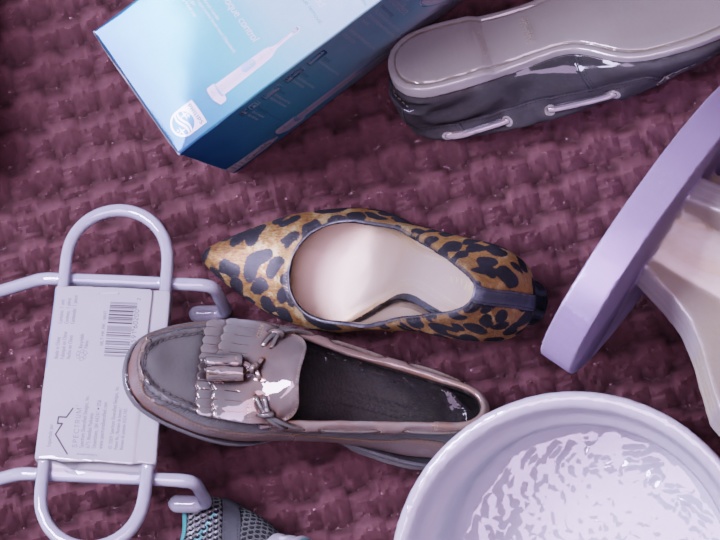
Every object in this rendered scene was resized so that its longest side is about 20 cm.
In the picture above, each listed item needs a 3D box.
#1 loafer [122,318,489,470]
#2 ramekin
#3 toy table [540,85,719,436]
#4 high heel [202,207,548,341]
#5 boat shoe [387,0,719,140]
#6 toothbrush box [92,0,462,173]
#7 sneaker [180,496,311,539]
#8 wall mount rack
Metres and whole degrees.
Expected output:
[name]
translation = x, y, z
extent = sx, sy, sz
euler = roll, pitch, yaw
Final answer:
[loafer]
translation = -0.026, 0.060, 1.503
extent = 0.199, 0.063, 0.072
euler = 12, 70, -17
[ramekin]
translation = 0.121, 0.161, 1.489
extent = 0.199, 0.098, 0.202
euler = 0, 92, 11
[toy table]
translation = 0.194, 0.000, 1.458
extent = 0.117, 0.184, 0.200
euler = 32, 67, 11
[high heel]
translation = 0.000, 0.000, 1.499
extent = 0.199, 0.143, 0.072
euler = 8, 89, 10
[boat shoe]
translation = 0.114, -0.117, 1.535
extent = 0.199, 0.057, 0.067
euler = -11, 53, 6
[toothbrush box]
translation = -0.028, -0.148, 1.508
extent = 0.200, 0.146, 0.086
euler = -36, 83, 8
[sneaker]
translation = -0.108, 0.212, 1.556
extent = 0.091, 0.078, 0.200
euler = 37, 90, 26
[wall mount rack]
translation = -0.164, 0.067, 1.548
extent = 0.173, 0.075, 0.201
euler = 2, 69, 7
